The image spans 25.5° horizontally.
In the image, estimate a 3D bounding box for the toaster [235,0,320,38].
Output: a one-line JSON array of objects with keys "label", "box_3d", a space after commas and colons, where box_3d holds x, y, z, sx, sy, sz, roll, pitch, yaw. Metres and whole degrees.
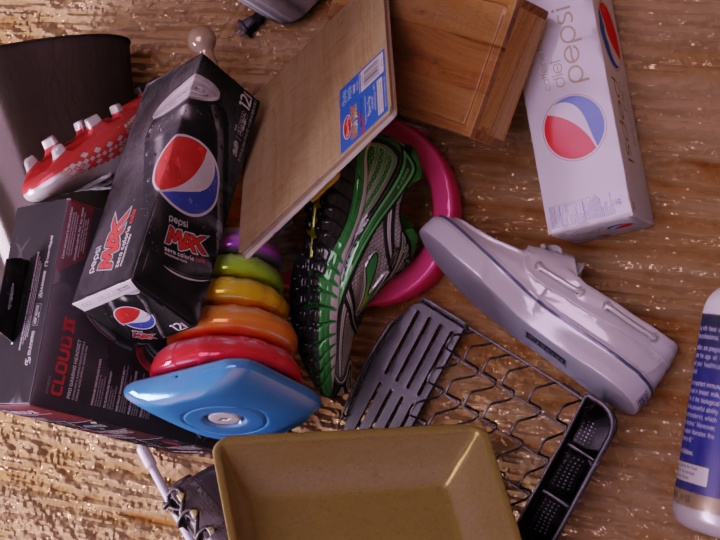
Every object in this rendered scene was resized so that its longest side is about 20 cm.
[{"label": "toaster", "box_3d": [-0.067, -0.276, 1.201, 0.114, 0.129, 0.201, 43, 103, 22]}]

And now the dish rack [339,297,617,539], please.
[{"label": "dish rack", "box_3d": [0.076, 0.119, 1.145, 0.199, 0.054, 0.155, 32, 98, 23]}]

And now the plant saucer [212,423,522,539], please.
[{"label": "plant saucer", "box_3d": [0.010, 0.198, 1.036, 0.049, 0.197, 0.201, 107, 155, -45]}]

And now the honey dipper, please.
[{"label": "honey dipper", "box_3d": [-0.094, -0.094, 1.211, 0.038, 0.038, 0.202, -25, 77, 20]}]

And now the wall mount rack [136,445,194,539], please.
[{"label": "wall mount rack", "box_3d": [-0.096, 0.188, 1.210, 0.199, 0.075, 0.175, -31, 44, 18]}]

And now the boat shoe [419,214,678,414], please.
[{"label": "boat shoe", "box_3d": [0.132, 0.017, 1.122, 0.199, 0.074, 0.066, 39, 77, 9]}]

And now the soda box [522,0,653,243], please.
[{"label": "soda box", "box_3d": [0.153, -0.125, 1.122, 0.063, 0.068, 0.203, -12, 81, 23]}]

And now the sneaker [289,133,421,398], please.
[{"label": "sneaker", "box_3d": [0.000, 0.000, 1.142, 0.084, 0.078, 0.202, 5, 110, -18]}]

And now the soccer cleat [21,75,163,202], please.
[{"label": "soccer cleat", "box_3d": [-0.172, -0.085, 1.196, 0.068, 0.200, 0.086, -17, 106, 39]}]

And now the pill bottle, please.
[{"label": "pill bottle", "box_3d": [0.272, 0.073, 1.027, 0.114, 0.115, 0.203, 8, 89, 24]}]

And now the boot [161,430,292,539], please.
[{"label": "boot", "box_3d": [-0.079, 0.212, 1.078, 0.174, 0.199, 0.070, 45, 144, 24]}]

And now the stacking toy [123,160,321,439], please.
[{"label": "stacking toy", "box_3d": [-0.093, 0.012, 1.139, 0.115, 0.109, 0.202, -15, 62, 30]}]

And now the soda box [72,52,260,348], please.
[{"label": "soda box", "box_3d": [-0.134, -0.051, 1.119, 0.070, 0.063, 0.202, -21, 45, 39]}]

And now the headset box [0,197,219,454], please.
[{"label": "headset box", "box_3d": [-0.181, 0.043, 1.161, 0.075, 0.199, 0.151, -6, 70, 47]}]

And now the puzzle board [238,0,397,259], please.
[{"label": "puzzle board", "box_3d": [-0.028, -0.111, 1.116, 0.150, 0.017, 0.201, -41, 28, 25]}]

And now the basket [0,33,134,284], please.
[{"label": "basket", "box_3d": [-0.244, -0.069, 1.256, 0.135, 0.179, 0.203, -16, 86, 56]}]

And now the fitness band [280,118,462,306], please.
[{"label": "fitness band", "box_3d": [-0.015, -0.051, 1.209, 0.198, 0.037, 0.146, 13, 91, 26]}]

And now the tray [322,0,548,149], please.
[{"label": "tray", "box_3d": [0.042, -0.160, 1.148, 0.199, 0.037, 0.100, 25, 97, 51]}]
